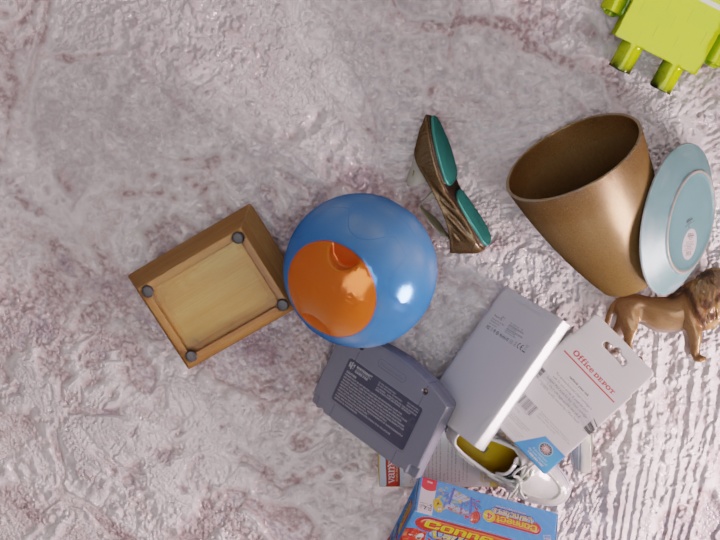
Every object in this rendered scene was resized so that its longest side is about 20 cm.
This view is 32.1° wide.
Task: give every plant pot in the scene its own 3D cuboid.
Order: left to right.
[{"bbox_3d":[0.316,-0.071,1.630,0.186,0.186,0.200,-29,117,8],"label":"plant pot"}]

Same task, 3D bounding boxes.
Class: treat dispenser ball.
[{"bbox_3d":[0.000,0.000,1.628,0.200,0.201,0.201,0,104,1],"label":"treat dispenser ball"}]

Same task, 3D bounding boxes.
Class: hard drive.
[{"bbox_3d":[0.179,0.128,1.674,0.026,0.132,0.200,35,90,-36],"label":"hard drive"}]

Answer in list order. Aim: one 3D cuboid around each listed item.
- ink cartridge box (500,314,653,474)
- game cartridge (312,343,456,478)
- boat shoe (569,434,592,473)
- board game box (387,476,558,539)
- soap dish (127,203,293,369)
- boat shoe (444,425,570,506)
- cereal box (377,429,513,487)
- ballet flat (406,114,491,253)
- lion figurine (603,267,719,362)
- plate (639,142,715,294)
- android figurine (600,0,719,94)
[{"bbox_3d":[0.280,0.158,1.667,0.116,0.068,0.200,46,104,3],"label":"ink cartridge box"},{"bbox_3d":[0.033,0.173,1.705,0.200,0.041,0.133,34,110,30],"label":"game cartridge"},{"bbox_3d":[0.282,0.186,1.742,0.071,0.070,0.201,-8,100,14],"label":"boat shoe"},{"bbox_3d":[0.149,0.381,1.741,0.200,0.056,0.196,15,140,-2],"label":"board game box"},{"bbox_3d":[-0.194,0.028,1.701,0.200,0.081,0.158,-30,101,7],"label":"soap dish"},{"bbox_3d":[0.207,0.269,1.708,0.202,0.086,0.075,36,100,-10],"label":"boat shoe"},{"bbox_3d":[0.123,0.233,1.766,0.199,0.040,0.144,1,104,1],"label":"cereal box"},{"bbox_3d":[0.105,-0.107,1.677,0.072,0.068,0.200,-19,108,26],"label":"ballet flat"},{"bbox_3d":[0.409,0.060,1.702,0.200,0.072,0.123,-3,97,6],"label":"lion figurine"},{"bbox_3d":[0.418,-0.064,1.619,0.026,0.200,0.201,13,108,38],"label":"plate"},{"bbox_3d":[0.407,-0.336,1.617,0.182,0.041,0.200,24,104,-4],"label":"android figurine"}]
